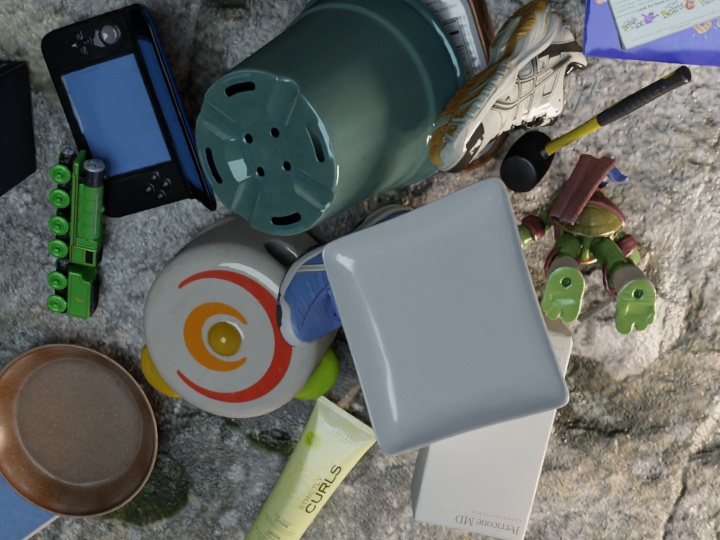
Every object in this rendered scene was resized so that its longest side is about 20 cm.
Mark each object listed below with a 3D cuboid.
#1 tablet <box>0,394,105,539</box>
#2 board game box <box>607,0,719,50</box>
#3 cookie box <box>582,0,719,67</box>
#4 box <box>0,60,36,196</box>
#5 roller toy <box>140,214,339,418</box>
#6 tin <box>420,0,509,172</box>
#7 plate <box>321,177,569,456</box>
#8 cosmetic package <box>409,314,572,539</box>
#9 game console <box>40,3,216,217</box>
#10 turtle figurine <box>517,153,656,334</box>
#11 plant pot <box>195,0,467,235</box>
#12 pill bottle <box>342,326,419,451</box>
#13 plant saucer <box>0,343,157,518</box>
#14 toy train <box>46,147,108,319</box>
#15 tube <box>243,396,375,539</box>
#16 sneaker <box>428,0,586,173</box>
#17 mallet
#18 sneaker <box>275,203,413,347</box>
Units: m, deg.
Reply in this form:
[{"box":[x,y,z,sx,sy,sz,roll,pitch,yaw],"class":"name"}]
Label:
[{"box":[-0.397,0.239,1.618,0.199,0.014,0.131,-36,98,22],"class":"tablet"},{"box":[0.230,-0.296,1.129,0.104,0.103,0.202,-16,103,19],"class":"board game box"},{"box":[0.298,-0.269,1.218,0.197,0.075,0.174,7,111,11],"class":"cookie box"},{"box":[-0.454,-0.131,1.393,0.193,0.200,0.126,4,113,13],"class":"box"},{"box":[-0.120,0.045,1.406,0.197,0.140,0.185,9,112,11],"class":"roller toy"},{"box":[0.077,-0.190,1.326,0.110,0.042,0.203,-15,105,14],"class":"tin"},{"box":[0.075,0.043,1.237,0.198,0.032,0.202,-21,84,32],"class":"plate"},{"box":[0.118,0.138,1.308,0.111,0.081,0.203,10,101,-2],"class":"cosmetic package"},{"box":[-0.228,-0.147,1.374,0.168,0.118,0.203,-13,106,18],"class":"game console"},{"box":[0.194,0.010,1.285,0.144,0.194,0.200,41,107,-16],"class":"turtle figurine"},{"box":[-0.033,-0.135,1.258,0.198,0.196,0.203,15,122,26],"class":"plant pot"},{"box":[0.066,0.108,1.398,0.110,0.111,0.202,-20,104,20],"class":"pill bottle"},{"box":[-0.314,0.172,1.550,0.197,0.037,0.204,2,105,8],"class":"plant saucer"},{"box":[-0.293,-0.035,1.458,0.056,0.042,0.202,11,124,1],"class":"toy train"},{"box":[-0.061,0.230,1.512,0.058,0.052,0.201,17,115,-37],"class":"tube"},{"box":[0.139,-0.150,1.251,0.088,0.201,0.075,45,155,-17],"class":"sneaker"},{"box":[0.207,-0.127,1.267,0.199,0.066,0.041,-26,105,43],"class":"mallet"},{"box":[0.000,0.000,1.326,0.077,0.200,0.076,5,131,52],"class":"sneaker"}]
